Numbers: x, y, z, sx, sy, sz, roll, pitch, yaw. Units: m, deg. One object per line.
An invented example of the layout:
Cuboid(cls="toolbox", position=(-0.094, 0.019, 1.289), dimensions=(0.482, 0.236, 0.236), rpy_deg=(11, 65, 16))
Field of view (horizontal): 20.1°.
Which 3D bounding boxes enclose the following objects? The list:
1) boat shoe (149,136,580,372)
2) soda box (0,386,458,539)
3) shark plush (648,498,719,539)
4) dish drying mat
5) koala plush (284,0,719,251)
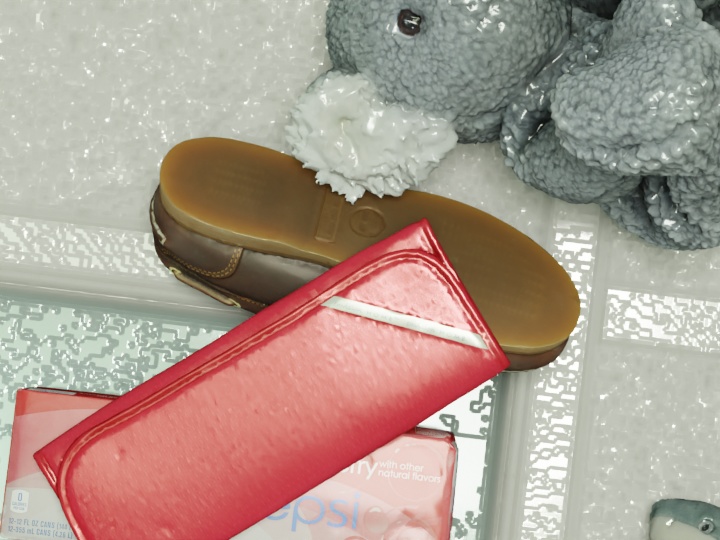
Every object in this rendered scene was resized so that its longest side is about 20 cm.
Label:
Cuboid(cls="boat shoe", position=(0.000, 0.000, 0.920), dimensions=(0.199, 0.071, 0.071), rpy_deg=(22, 53, 5))
Cuboid(cls="soda box", position=(-0.057, 0.097, 0.915), dimensions=(0.198, 0.063, 0.071), rpy_deg=(6, 87, 1))
Cuboid(cls="shark plush", position=(0.231, 0.141, 0.911), dimensions=(0.198, 0.091, 0.084), rpy_deg=(-4, 57, 5))
Cuboid(cls="dish drying mat", position=(-0.039, 0.060, 0.869), dimensions=(0.199, 0.018, 0.077), rpy_deg=(-31, 89, 3))
Cuboid(cls="koala plush", position=(0.073, -0.096, 0.887), dimensions=(0.198, 0.184, 0.179), rpy_deg=(6, 65, 16))
